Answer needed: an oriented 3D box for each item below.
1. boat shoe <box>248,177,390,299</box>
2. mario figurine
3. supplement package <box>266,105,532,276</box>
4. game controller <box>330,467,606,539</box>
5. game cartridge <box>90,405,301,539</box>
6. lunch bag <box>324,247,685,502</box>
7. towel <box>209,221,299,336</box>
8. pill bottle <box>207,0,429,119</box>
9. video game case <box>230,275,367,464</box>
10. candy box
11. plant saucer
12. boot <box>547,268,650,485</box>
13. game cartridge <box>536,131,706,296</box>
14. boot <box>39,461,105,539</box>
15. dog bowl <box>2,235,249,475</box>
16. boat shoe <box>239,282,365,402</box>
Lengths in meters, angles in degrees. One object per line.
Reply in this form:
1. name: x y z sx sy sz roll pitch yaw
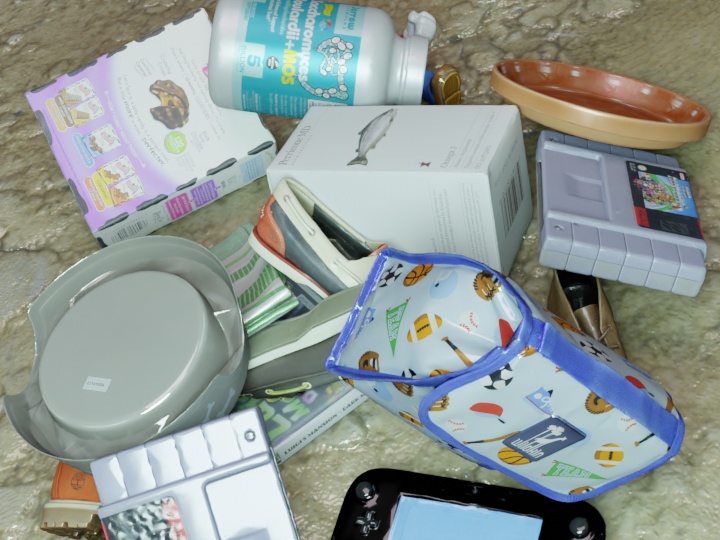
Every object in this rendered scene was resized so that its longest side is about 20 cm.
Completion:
1. boat shoe: 0.000 0.000 1.065 0.199 0.063 0.071 34 21 8
2. mario figurine: 0.003 -0.214 1.298 0.123 0.107 0.200 -21 43 -38
3. supplement package: 0.037 -0.067 1.124 0.198 0.118 0.117 2 37 22
4. game controller: 0.072 0.200 0.912 0.198 0.042 0.105 5 49 25
5. game cartridge: -0.100 0.209 0.882 0.128 0.038 0.202 -18 86 -3
6. lunch bag: 0.100 0.074 0.880 0.199 0.169 0.125 3 64 56
7. towel: -0.136 0.028 1.112 0.152 0.023 0.200 -33 23 -3
8. pill bottle: -0.038 -0.196 1.202 0.198 0.111 0.111 7 47 1
9. video game case: -0.096 0.085 1.101 0.181 0.023 0.200 -35 46 -15
10. candy box: -0.204 -0.139 1.277 0.199 0.072 0.169 -27 73 -7
11. plant saucer: 0.213 -0.148 1.152 0.198 0.033 0.201 10 20 -4
12. boot: 0.175 0.071 0.980 0.073 0.076 0.201 -13 45 4
13. game cartridge: 0.208 -0.053 1.044 0.128 0.039 0.201 8 30 2
14. boot: -0.152 0.154 0.992 0.198 0.075 0.108 -1 65 22
15. dog bowl: -0.175 0.070 0.991 0.198 0.059 0.201 -12 50 15
16. boat shoe: -0.057 0.074 1.028 0.200 0.061 0.072 -22 20 27
